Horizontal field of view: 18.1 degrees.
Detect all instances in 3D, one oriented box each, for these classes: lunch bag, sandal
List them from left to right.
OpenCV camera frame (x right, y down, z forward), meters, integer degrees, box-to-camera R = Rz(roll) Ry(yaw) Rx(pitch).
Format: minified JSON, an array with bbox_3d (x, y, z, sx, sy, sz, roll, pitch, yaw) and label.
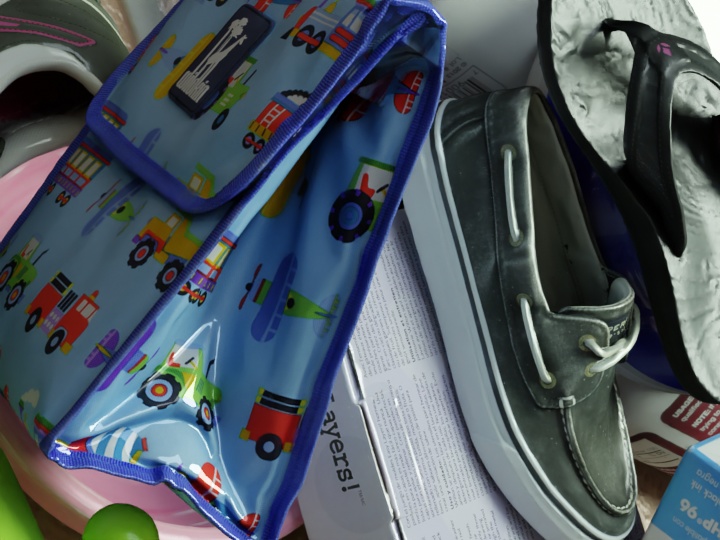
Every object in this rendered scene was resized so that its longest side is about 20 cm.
[{"bbox_3d":[-0.042,-0.029,0.774,0.094,0.150,0.201,28,92,-26],"label":"lunch bag"},{"bbox_3d":[0.133,-0.042,0.897,0.075,0.048,0.201,-32,105,-28],"label":"sandal"}]

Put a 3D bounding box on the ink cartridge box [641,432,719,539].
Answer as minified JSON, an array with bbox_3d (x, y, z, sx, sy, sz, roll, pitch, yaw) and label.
[{"bbox_3d":[0.152,0.166,0.994,0.068,0.201,0.116,34,25,26],"label":"ink cartridge box"}]

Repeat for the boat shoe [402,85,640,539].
[{"bbox_3d":[0.076,0.022,0.909,0.072,0.071,0.201,-39,109,-53],"label":"boat shoe"}]

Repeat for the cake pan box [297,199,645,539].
[{"bbox_3d":[0.039,0.062,0.946,0.184,0.052,0.201,-17,90,-56],"label":"cake pan box"}]

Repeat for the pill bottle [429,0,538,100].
[{"bbox_3d":[0.079,-0.105,1.058,0.200,0.114,0.115,30,48,-37],"label":"pill bottle"}]

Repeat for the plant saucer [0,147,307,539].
[{"bbox_3d":[-0.090,0.025,0.912,0.200,0.051,0.202,20,56,-31],"label":"plant saucer"}]

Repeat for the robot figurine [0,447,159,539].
[{"bbox_3d":[-0.149,0.133,0.747,0.175,0.116,0.201,-23,84,-22],"label":"robot figurine"}]

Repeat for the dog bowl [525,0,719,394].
[{"bbox_3d":[0.169,-0.045,0.994,0.199,0.079,0.202,1,88,-31],"label":"dog bowl"}]

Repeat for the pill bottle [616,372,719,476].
[{"bbox_3d":[0.161,0.042,1.099,0.199,0.113,0.114,27,50,-31],"label":"pill bottle"}]

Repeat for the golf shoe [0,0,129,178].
[{"bbox_3d":[-0.176,-0.069,0.826,0.199,0.078,0.088,-14,43,-26],"label":"golf shoe"}]
